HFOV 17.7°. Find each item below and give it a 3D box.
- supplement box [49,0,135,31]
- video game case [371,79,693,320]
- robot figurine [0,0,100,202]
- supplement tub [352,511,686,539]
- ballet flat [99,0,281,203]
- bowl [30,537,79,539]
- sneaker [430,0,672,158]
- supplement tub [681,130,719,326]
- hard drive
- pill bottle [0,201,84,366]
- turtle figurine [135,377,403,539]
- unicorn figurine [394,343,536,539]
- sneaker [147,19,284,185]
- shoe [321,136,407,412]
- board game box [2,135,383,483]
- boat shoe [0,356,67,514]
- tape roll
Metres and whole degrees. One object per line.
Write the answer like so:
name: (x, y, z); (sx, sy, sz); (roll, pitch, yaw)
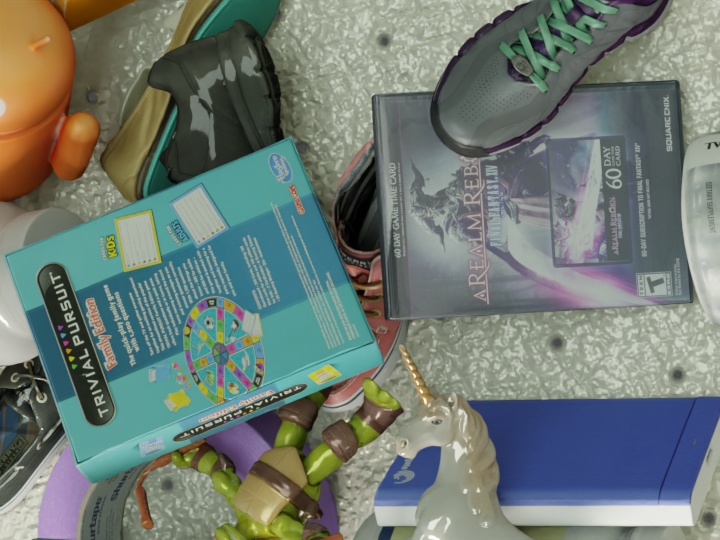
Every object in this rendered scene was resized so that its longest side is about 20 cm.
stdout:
supplement box: (-0.196, -0.280, 1.578); (0.126, 0.074, 0.200); (-28, 78, -18)
video game case: (0.110, -0.045, 1.467); (0.199, 0.019, 0.144); (-3, 88, -10)
robot figurine: (-0.254, -0.121, 1.562); (0.116, 0.200, 0.144); (-18, 69, -20)
supplement tub: (0.101, 0.219, 1.451); (0.199, 0.145, 0.146); (-3, 88, 21)
ballet flat: (-0.122, -0.140, 1.584); (0.063, 0.069, 0.200); (35, 100, 33)
bowl: (-0.136, 0.254, 1.463); (0.105, 0.201, 0.202); (-16, 83, 1)
sneaker: (0.122, -0.153, 1.430); (0.074, 0.088, 0.200); (44, 68, 10)
supplement tub: (0.301, -0.035, 1.390); (0.199, 0.122, 0.123); (-8, 87, 20)
hard drive: (0.122, 0.119, 1.453); (0.199, 0.132, 0.025); (-2, 114, 21)
pill bottle: (-0.276, 0.015, 1.592); (0.199, 0.113, 0.114); (-10, 86, 35)
turtle figurine: (-0.041, 0.137, 1.477); (0.200, 0.064, 0.161); (30, 78, 43)
unicorn figurine: (0.061, 0.163, 1.372); (0.200, 0.074, 0.138); (39, 87, 13)
sneaker: (-0.084, -0.062, 1.545); (0.090, 0.076, 0.201); (-15, 95, 6)
shoe: (0.000, 0.000, 1.520); (0.071, 0.091, 0.201); (27, 99, 19)
board game box: (-0.105, 0.024, 1.455); (0.199, 0.047, 0.151); (-22, 69, -1)
boat shoe: (-0.227, 0.092, 1.623); (0.069, 0.057, 0.200); (37, 102, 17)
tape roll: (-0.118, 0.183, 1.577); (0.199, 0.066, 0.201); (-1, 89, 20)
